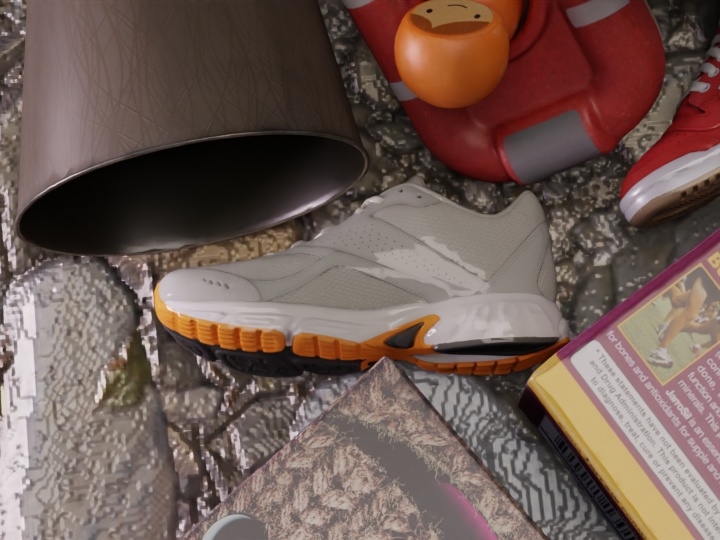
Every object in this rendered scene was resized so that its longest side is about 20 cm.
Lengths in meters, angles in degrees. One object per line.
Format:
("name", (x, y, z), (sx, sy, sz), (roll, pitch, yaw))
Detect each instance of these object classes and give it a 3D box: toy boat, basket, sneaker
("toy boat", (0.049, -0.120, 0.885), (0.130, 0.131, 0.201), (-22, 112, 27))
("basket", (-0.094, -0.128, 0.928), (0.179, 0.136, 0.202), (-18, 71, 27))
("sneaker", (0.000, 0.000, 0.937), (0.198, 0.076, 0.093), (1, 72, -6))
("sneaker", (0.186, -0.112, 0.947), (0.199, 0.071, 0.113), (-33, 84, -12))

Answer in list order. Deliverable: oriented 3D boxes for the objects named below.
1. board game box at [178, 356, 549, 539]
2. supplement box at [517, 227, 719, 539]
("board game box", (-0.010, 0.168, 0.885), (0.200, 0.097, 0.160), (-42, 81, -6))
("supplement box", (0.189, 0.047, 0.900), (0.199, 0.103, 0.131), (-35, 80, -4))
